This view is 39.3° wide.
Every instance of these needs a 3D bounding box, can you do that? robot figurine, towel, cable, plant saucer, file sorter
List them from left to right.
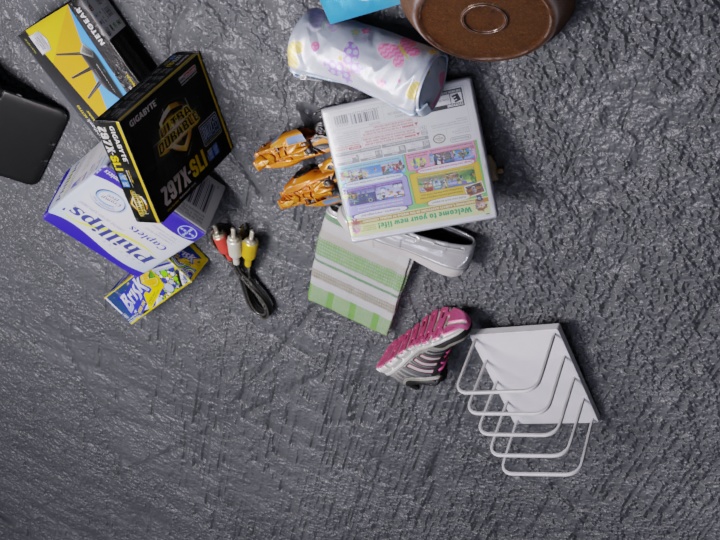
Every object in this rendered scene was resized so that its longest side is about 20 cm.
[{"bbox_3d":[-0.195,0.002,1.610,0.097,0.050,0.200,12,130,21],"label":"cable"},{"bbox_3d":[-0.045,-0.150,1.397,0.200,0.058,0.145,-12,121,36],"label":"robot figurine"},{"bbox_3d":[0.000,0.000,1.526,0.149,0.031,0.200,26,137,10],"label":"towel"},{"bbox_3d":[0.140,-0.293,1.131,0.200,0.035,0.200,8,156,3],"label":"plant saucer"},{"bbox_3d":[0.244,0.195,1.472,0.139,0.125,0.200,-6,130,32],"label":"file sorter"}]

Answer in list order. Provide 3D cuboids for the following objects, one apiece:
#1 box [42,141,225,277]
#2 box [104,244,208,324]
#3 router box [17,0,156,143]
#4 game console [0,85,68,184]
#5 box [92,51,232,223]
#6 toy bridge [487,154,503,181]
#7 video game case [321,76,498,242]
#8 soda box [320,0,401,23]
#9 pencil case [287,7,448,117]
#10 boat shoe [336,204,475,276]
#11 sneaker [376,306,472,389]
[{"bbox_3d":[-0.344,-0.104,1.531,0.184,0.105,0.200,36,139,-27],"label":"box"},{"bbox_3d":[-0.345,0.015,1.693,0.070,0.064,0.200,46,133,-14],"label":"box"},{"bbox_3d":[-0.378,-0.292,1.461,0.149,0.051,0.200,-16,119,37],"label":"router box"},{"bbox_3d":[-0.583,-0.254,1.630,0.200,0.116,0.176,-46,68,44],"label":"game console"},{"bbox_3d":[-0.265,-0.184,1.388,0.049,0.200,0.160,5,128,27],"label":"box"},{"bbox_3d":[0.094,-0.112,1.352,0.200,0.027,0.067,-11,162,18],"label":"toy bridge"},{"bbox_3d":[0.064,-0.140,1.302,0.200,0.022,0.182,-10,103,16],"label":"video game case"},{"bbox_3d":[0.044,-0.353,1.176,0.200,0.064,0.068,-8,123,32],"label":"soda box"},{"bbox_3d":[0.008,-0.257,1.244,0.200,0.091,0.083,22,159,19],"label":"pencil case"},{"bbox_3d":[0.066,-0.058,1.408,0.200,0.072,0.069,28,131,6],"label":"boat shoe"},{"bbox_3d":[0.114,0.124,1.536,0.087,0.074,0.200,39,134,-15],"label":"sneaker"}]
